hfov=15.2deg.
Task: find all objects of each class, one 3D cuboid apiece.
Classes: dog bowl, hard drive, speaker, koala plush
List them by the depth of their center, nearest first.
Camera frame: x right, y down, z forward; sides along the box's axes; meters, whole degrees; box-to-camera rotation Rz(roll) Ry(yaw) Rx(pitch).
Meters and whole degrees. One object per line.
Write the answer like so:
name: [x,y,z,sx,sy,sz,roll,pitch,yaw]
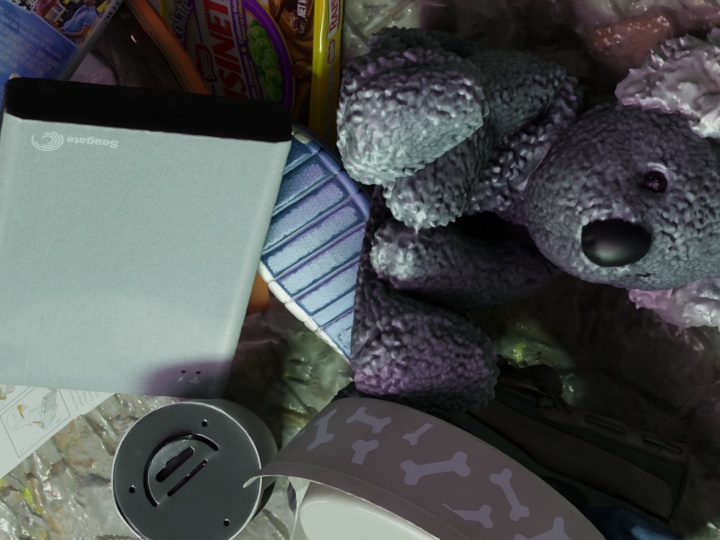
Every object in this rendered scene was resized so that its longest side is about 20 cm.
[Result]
dog bowl: [0.041,0.135,1.289,0.199,0.059,0.200,30,159,13]
koala plush: [0.100,-0.041,1.296,0.199,0.184,0.178,0,113,9]
hard drive: [-0.120,-0.013,1.355,0.139,0.033,0.201,5,138,-11]
speaker: [-0.089,0.110,1.483,0.081,0.081,0.200,39,178,2]

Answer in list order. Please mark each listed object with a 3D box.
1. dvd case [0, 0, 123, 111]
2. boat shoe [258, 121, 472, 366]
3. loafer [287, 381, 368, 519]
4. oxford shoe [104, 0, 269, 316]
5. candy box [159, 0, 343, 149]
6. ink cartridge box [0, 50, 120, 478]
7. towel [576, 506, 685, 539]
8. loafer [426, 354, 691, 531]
dvd case: [-0.166,-0.187,1.337,0.142,0.201,0.018,34,178,10]
boat shoe: [0.000,0.000,1.419,0.072,0.072,0.201,-26,109,19]
loafer: [-0.010,0.111,1.461,0.073,0.072,0.200,43,173,12]
oxford shoe: [-0.106,-0.052,1.407,0.071,0.073,0.201,-131,21,-61]
candy box: [-0.058,-0.129,1.403,0.102,0.026,0.201,22,132,23]
ink cartridge box: [-0.184,0.002,1.454,0.045,0.176,0.201,36,153,41]
towel: [0.117,0.166,1.427,0.111,0.049,0.200,26,164,-19]
loafer: [0.091,0.077,1.387,0.200,0.063,0.072,33,170,-32]
